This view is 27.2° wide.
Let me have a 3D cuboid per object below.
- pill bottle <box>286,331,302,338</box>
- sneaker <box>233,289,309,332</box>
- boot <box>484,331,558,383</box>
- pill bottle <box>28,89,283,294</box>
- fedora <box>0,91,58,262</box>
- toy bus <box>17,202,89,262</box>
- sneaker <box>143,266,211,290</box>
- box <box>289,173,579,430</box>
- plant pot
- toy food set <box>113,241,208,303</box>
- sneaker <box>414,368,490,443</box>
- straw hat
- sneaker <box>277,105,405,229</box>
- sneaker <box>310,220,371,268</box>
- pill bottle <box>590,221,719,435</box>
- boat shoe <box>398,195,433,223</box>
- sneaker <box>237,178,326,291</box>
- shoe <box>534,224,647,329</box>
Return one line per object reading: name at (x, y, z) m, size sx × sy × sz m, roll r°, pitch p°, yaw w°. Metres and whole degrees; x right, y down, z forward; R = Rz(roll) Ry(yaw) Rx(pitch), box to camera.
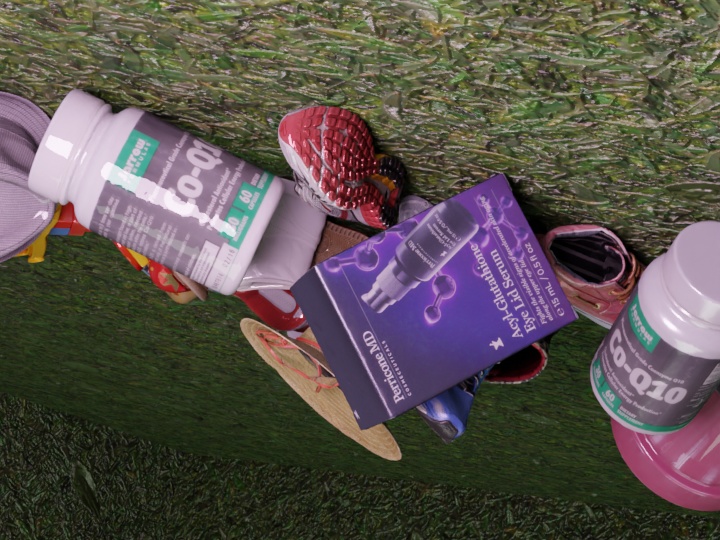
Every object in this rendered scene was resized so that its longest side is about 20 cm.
pill bottle at (0.015, 0.070, 1.756) m, size 0.115 × 0.117 × 0.199 m, roll -1°, pitch 162°, yaw 42°
sneaker at (-0.098, 0.011, 1.570) m, size 0.200 × 0.078 × 0.115 m, roll 46°, pitch -172°, yaw 33°
boot at (0.115, 0.058, 1.566) m, size 0.202 × 0.074 × 0.154 m, roll 2°, pitch -158°, yaw 14°
pill bottle at (-0.176, -0.070, 1.285) m, size 0.199 × 0.114 × 0.113 m, roll 25°, pitch 165°, yaw -5°
fedora at (-0.344, -0.067, 1.331) m, size 0.199 × 0.178 × 0.090 m, roll 2°, pitch -158°, yaw -34°
toy bus at (-0.351, -0.074, 1.489) m, size 0.190 × 0.137 × 0.200 m, roll 2°, pitch 166°, yaw -13°
sneaker at (-0.218, -0.017, 1.682) m, size 0.095 × 0.080 × 0.200 m, roll 3°, pitch 163°, yaw 40°
box at (0.062, 0.029, 1.302) m, size 0.199 × 0.149 × 0.104 m, roll -28°, pitch 177°, yaw -18°
plant pot at (0.390, 0.136, 1.594) m, size 0.198 × 0.201 × 0.179 m, roll 13°, pitch 151°, yaw -6°
toy food set at (-0.218, -0.044, 1.445) m, size 0.198 × 0.049 × 0.200 m, roll 52°, pitch 178°, yaw -12°
sneaker at (0.093, 0.076, 1.403) m, size 0.089 × 0.201 × 0.079 m, roll -27°, pitch 121°, yaw 27°
straw hat at (-0.013, 0.084, 1.422) m, size 0.201 × 0.085 × 0.201 m, roll 37°, pitch 163°, yaw 13°
sneaker at (-0.030, -0.082, 1.266) m, size 0.082 × 0.078 × 0.200 m, roll 8°, pitch 165°, yaw 21°
sneaker at (0.000, 0.000, 1.503) m, size 0.200 × 0.072 × 0.112 m, roll 35°, pitch -175°, yaw 39°
pill bottle at (0.291, 0.053, 1.348) m, size 0.112 × 0.114 × 0.201 m, roll 13°, pitch 141°, yaw -5°
boat shoe at (0.095, -0.018, 1.474) m, size 0.074 × 0.065 × 0.202 m, roll -13°, pitch 160°, yaw 31°
sneaker at (-0.136, -0.042, 1.440) m, size 0.198 × 0.116 × 0.074 m, roll 15°, pitch 168°, yaw -2°
shoe at (0.242, 0.011, 1.423) m, size 0.199 × 0.072 × 0.091 m, roll 19°, pitch 168°, yaw -16°
